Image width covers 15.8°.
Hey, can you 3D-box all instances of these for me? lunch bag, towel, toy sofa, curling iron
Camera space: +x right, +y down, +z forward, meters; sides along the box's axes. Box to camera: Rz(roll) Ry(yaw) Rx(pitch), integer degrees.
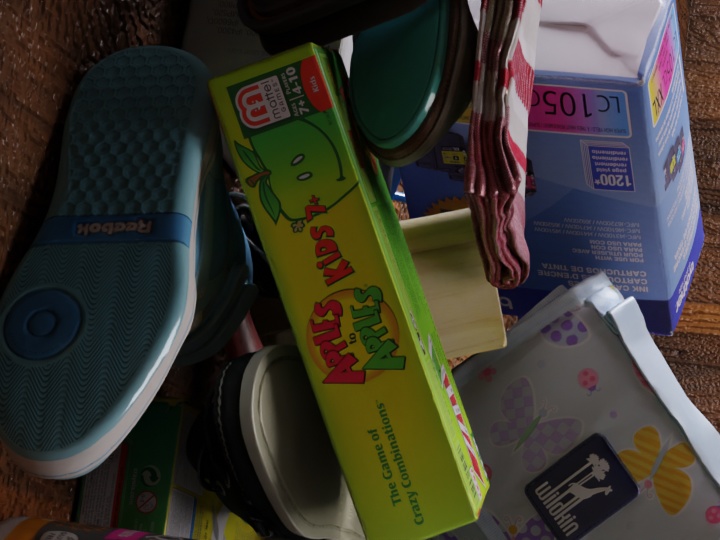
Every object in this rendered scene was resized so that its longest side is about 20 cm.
[{"bbox_3d":[0.097,0.114,1.255,0.127,0.170,0.200,-27,171,-43],"label":"lunch bag"},{"bbox_3d":[0.068,-0.106,1.102,0.144,0.023,0.201,67,28,-74],"label":"towel"},{"bbox_3d":[0.000,0.000,1.236,0.200,0.082,0.098,162,-81,-77],"label":"toy sofa"},{"bbox_3d":[-0.044,0.052,1.195,0.026,0.049,0.201,-39,137,-38],"label":"curling iron"}]

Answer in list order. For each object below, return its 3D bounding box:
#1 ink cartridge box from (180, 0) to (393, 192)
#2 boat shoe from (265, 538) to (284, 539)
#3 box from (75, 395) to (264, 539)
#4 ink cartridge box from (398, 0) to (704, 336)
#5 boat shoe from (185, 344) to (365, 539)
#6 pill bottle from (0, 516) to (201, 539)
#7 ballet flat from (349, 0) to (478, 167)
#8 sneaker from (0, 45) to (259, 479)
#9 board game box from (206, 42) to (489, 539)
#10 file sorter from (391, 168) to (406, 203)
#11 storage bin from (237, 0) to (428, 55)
[{"bbox_3d":[-0.021,-0.151,1.267,0.145,0.083,0.201,53,44,-71],"label":"ink cartridge box"},{"bbox_3d":[-0.039,0.125,1.341,0.075,0.068,0.202,15,81,-76],"label":"boat shoe"},{"bbox_3d":[-0.082,0.129,1.210,0.200,0.048,0.118,43,54,-71],"label":"box"},{"bbox_3d":[0.094,-0.046,1.283,0.201,0.136,0.077,75,29,-45],"label":"ink cartridge box"},{"bbox_3d":[-0.041,0.078,1.126,0.199,0.066,0.075,40,55,-70],"label":"boat shoe"},{"bbox_3d":[-0.055,0.164,1.000,0.116,0.199,0.117,6,90,-77],"label":"pill bottle"},{"bbox_3d":[0.027,-0.106,1.111,0.064,0.067,0.201,31,28,-33],"label":"ballet flat"},{"bbox_3d":[-0.089,0.022,1.065,0.131,0.079,0.201,76,24,-52],"label":"sneaker"},{"bbox_3d":[-0.003,0.009,1.078,0.102,0.047,0.201,-30,101,-84],"label":"board game box"},{"bbox_3d":[0.071,-0.105,1.400,0.139,0.122,0.201,-94,-160,-50],"label":"file sorter"},{"bbox_3d":[-0.034,-0.214,1.100,0.134,0.145,0.201,36,54,-34],"label":"storage bin"}]
